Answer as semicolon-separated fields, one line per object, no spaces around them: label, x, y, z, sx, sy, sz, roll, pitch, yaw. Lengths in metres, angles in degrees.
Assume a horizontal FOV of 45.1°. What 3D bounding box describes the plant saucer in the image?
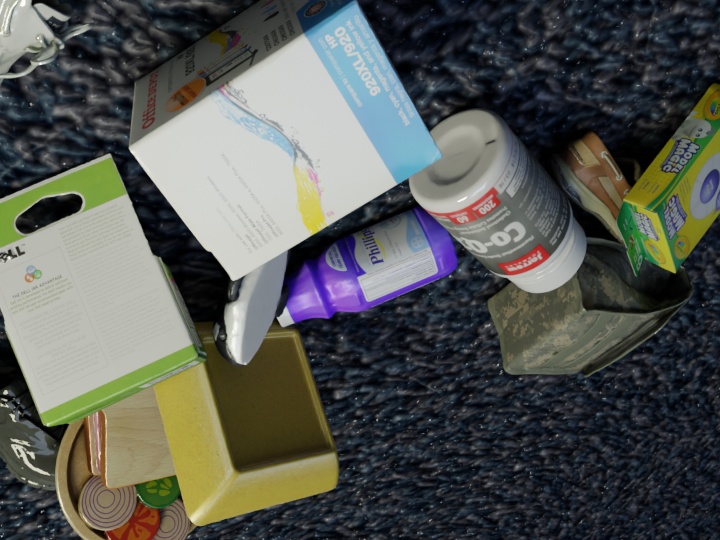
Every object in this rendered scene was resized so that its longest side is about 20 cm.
plant saucer;-0.107;0.135;0.880;0.199;0.202;0.048;0;155;-48

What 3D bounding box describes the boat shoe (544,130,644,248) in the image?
boat shoe;0.286;-0.086;0.960;0.074;0.076;0.199;-45;134;18

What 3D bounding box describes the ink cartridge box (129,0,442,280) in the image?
ink cartridge box;-0.064;-0.124;0.702;0.199;0.148;0.145;-30;123;8

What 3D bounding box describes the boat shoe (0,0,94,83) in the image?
boat shoe;-0.240;-0.188;0.632;0.085;0.075;0.203;21;116;-17

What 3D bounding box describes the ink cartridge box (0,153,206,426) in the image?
ink cartridge box;-0.247;0.018;0.791;0.147;0.202;0.076;-24;174;-7

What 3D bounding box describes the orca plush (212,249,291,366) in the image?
orca plush;-0.117;-0.014;0.845;0.105;0.070;0.202;-15;116;-63

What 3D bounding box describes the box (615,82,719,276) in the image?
box;0.356;-0.090;0.945;0.200;0.048;0.117;-49;137;-9

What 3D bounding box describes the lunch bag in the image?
lunch bag;0.282;0.050;1.041;0.198;0.119;0.164;4;149;-28

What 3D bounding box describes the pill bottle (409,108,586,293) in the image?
pill bottle;0.147;-0.063;0.888;0.114;0.114;0.200;-38;132;16

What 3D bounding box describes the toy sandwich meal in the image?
toy sandwich meal;-0.211;0.192;0.880;0.203;0.070;0.208;0;91;-34

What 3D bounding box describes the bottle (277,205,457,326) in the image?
bottle;0.000;0.000;0.915;0.198;0.084;0.066;-22;130;0

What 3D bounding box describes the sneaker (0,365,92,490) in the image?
sneaker;-0.339;0.150;0.874;0.199;0.076;0.091;31;126;-12
